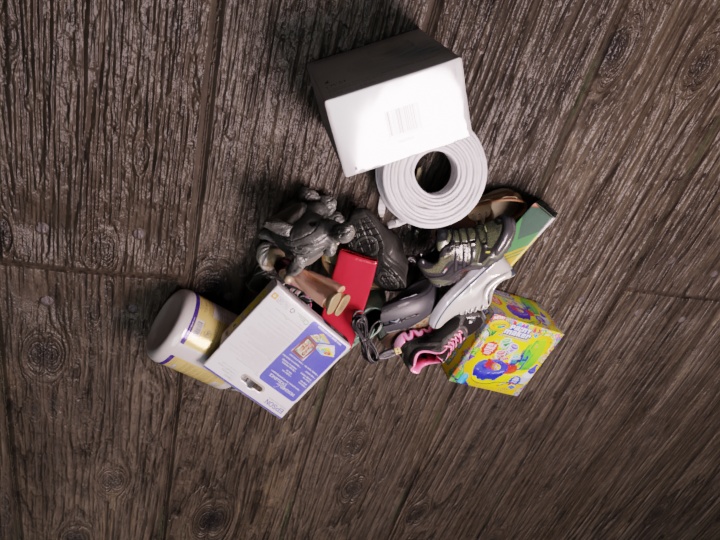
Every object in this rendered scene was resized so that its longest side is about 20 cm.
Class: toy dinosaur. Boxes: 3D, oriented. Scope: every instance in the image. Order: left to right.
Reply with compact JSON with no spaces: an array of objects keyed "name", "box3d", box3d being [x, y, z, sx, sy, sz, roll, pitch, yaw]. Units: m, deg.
[{"name":"toy dinosaur","box3d":[0.129,-0.102,1.114,0.088,0.047,0.200,-42,124,-3]}]

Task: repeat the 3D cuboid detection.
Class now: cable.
[{"name":"cable","box3d":[0.125,-0.176,1.018,0.198,0.069,0.202,-8,106,-6]}]

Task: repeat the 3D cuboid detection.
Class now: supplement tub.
[{"name":"supplement tub","box3d":[-0.289,0.140,1.107,0.199,0.146,0.145,33,111,-31]}]

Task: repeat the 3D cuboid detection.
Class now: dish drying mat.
[{"name":"dish drying mat","box3d":[-0.028,0.058,1.093,0.076,0.018,0.201,15,116,-3]}]

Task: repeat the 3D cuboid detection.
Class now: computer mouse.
[{"name":"computer mouse","box3d":[0.083,0.108,1.115,0.199,0.046,0.141,-24,125,-19]}]

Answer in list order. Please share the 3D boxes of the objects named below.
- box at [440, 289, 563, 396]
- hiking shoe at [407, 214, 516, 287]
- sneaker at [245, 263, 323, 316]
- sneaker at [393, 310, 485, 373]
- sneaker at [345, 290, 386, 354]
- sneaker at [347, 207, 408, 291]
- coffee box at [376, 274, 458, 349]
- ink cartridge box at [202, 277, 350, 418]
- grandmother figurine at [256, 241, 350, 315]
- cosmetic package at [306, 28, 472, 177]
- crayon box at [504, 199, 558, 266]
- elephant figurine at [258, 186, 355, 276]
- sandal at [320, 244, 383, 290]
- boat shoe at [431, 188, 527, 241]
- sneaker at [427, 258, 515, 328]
[{"name":"box","box3d":[0.303,0.156,1.289,0.198,0.122,0.194,16,118,-24]},{"name":"hiking shoe","box3d":[0.184,-0.045,1.040,0.199,0.076,0.100,-35,132,25]},{"name":"sneaker","box3d":[-0.123,0.045,1.122,0.198,0.087,0.081,14,118,-22]},{"name":"sneaker","box3d":[0.170,0.146,1.164,0.199,0.096,0.079,-28,125,3]},{"name":"sneaker","box3d":[-0.020,0.126,1.177,0.073,0.118,0.201,33,108,-12]},{"name":"sneaker","box3d":[0.036,-0.050,1.093,0.075,0.091,0.201,-3,137,28]},{"name":"coffee box","box3d":[0.138,0.093,1.227,0.200,0.080,0.114,-43,123,15]},{"name":"ink cartridge box","box3d":[-0.154,0.149,1.070,0.200,0.047,0.198,-44,117,6]},{"name":"grandmother figurine","box3d":[-0.111,0.009,1.051,0.061,0.199,0.121,-55,158,-4]},{"name":"cosmetic package","box3d":[0.037,-0.265,0.880,0.198,0.201,0.124,-18,124,-2]},{"name":"crayon box","box3d":[0.305,-0.048,1.147,0.051,0.127,0.200,41,111,10]},{"name":"elephant figurine","box3d":[-0.097,-0.063,0.973,0.141,0.200,0.156,28,109,-7]},{"name":"sandal","box3d":[0.000,0.000,1.142,0.199,0.054,0.081,15,76,-35]},{"name":"boat shoe","box3d":[0.229,-0.104,1.096,0.199,0.072,0.076,-25,116,-13]},{"name":"sneaker","box3d":[0.210,0.051,1.097,0.200,0.071,0.073,-49,163,23]}]
